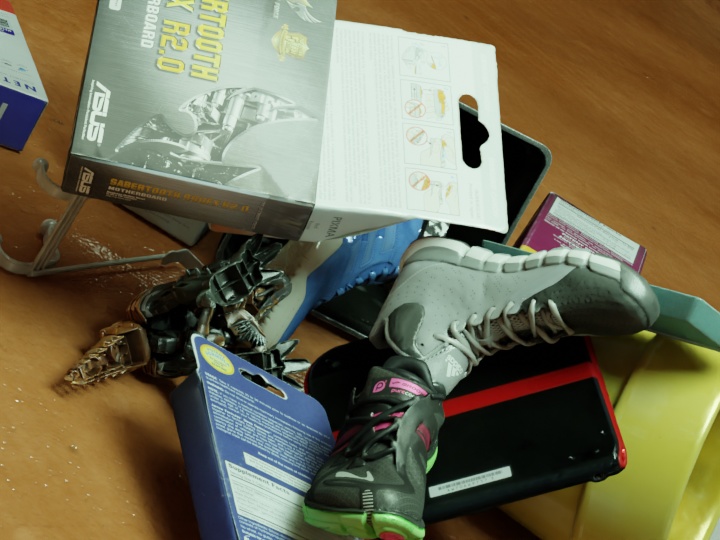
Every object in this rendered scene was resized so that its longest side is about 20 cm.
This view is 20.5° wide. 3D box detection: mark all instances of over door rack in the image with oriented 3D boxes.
[{"bbox_3d":[-0.155,-0.062,1.406,0.200,0.148,0.067,5,38,-50],"label":"over door rack"}]

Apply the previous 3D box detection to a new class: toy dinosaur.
[{"bbox_3d":[-0.110,0.043,1.318,0.200,0.135,0.102,-50,122,-39],"label":"toy dinosaur"}]

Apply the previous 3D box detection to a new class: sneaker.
[{"bbox_3d":[0.010,0.103,1.187,0.076,0.084,0.200,7,17,2],"label":"sneaker"},{"bbox_3d":[0.091,0.045,1.292,0.200,0.116,0.075,6,-39,40],"label":"sneaker"},{"bbox_3d":[0.001,0.000,1.469,0.111,0.200,0.077,38,-23,-18],"label":"sneaker"}]

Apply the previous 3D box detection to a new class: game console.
[{"bbox_3d":[0.064,0.096,1.315,0.177,0.199,0.031,-101,173,-48],"label":"game console"}]

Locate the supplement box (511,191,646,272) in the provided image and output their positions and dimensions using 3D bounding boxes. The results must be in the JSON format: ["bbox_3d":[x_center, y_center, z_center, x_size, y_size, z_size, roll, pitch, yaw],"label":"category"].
[{"bbox_3d":[0.153,0.033,1.645,0.103,0.131,0.200,32,20,3],"label":"supplement box"}]

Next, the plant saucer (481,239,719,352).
[{"bbox_3d":[0.167,0.018,1.345,0.200,0.019,0.070,18,-11,47],"label":"plant saucer"}]

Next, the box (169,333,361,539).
[{"bbox_3d":[-0.051,0.135,1.194,0.121,0.032,0.200,31,27,-36],"label":"box"}]

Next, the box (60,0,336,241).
[{"bbox_3d":[-0.101,-0.127,1.296,0.158,0.048,0.201,12,57,-9],"label":"box"}]

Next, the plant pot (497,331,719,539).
[{"bbox_3d":[0.162,0.114,1.408,0.188,0.201,0.201,22,17,19],"label":"plant pot"}]

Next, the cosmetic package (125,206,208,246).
[{"bbox_3d":[-0.123,-0.135,1.538,0.113,0.200,0.081,32,20,0],"label":"cosmetic package"}]

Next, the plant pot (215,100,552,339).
[{"bbox_3d":[0.008,-0.069,1.607,0.199,0.200,0.177,26,10,-13],"label":"plant pot"}]

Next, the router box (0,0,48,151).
[{"bbox_3d":[-0.353,-0.184,1.540,0.200,0.049,0.180,19,24,-31],"label":"router box"}]

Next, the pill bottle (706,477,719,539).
[{"bbox_3d":[0.314,0.178,1.567,0.112,0.112,0.200,36,22,13],"label":"pill bottle"}]

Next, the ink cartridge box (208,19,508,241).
[{"bbox_3d":[-0.004,-0.095,1.364,0.199,0.050,0.163,8,58,-16],"label":"ink cartridge box"}]
